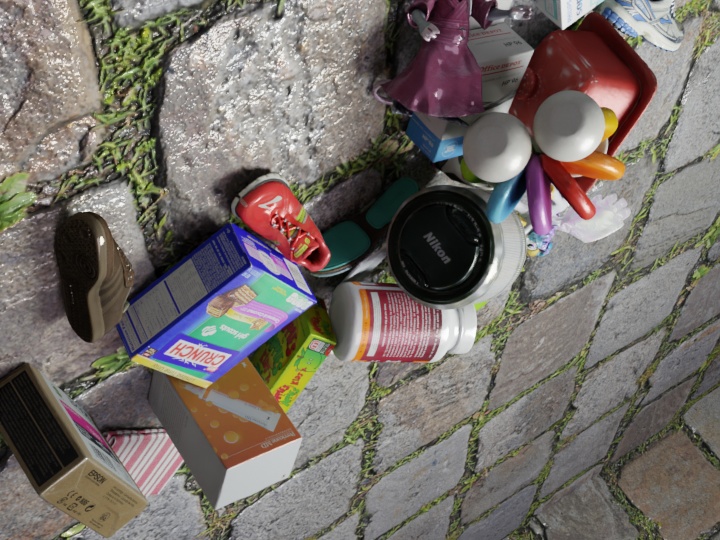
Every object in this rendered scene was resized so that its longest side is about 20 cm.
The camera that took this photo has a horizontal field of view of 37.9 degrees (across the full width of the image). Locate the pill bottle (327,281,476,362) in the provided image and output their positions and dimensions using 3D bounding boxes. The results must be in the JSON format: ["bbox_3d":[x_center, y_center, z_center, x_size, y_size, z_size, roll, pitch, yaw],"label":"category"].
[{"bbox_3d":[0.061,0.076,1.511,0.198,0.114,0.114,3,135,-20],"label":"pill bottle"}]

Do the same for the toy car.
[{"bbox_3d":[0.224,-0.121,1.282,0.198,0.152,0.175,-15,172,15],"label":"toy car"}]

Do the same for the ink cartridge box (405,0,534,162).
[{"bbox_3d":[0.145,-0.246,1.351,0.115,0.068,0.201,-19,144,-34],"label":"ink cartridge box"}]

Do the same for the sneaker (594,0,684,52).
[{"bbox_3d":[0.420,-0.371,1.496,0.199,0.077,0.086,-1,129,-49],"label":"sneaker"}]

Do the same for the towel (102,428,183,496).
[{"bbox_3d":[-0.337,0.286,1.568,0.147,0.030,0.199,-52,151,19],"label":"towel"}]

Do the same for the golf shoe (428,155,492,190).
[{"bbox_3d":[0.182,-0.147,1.513,0.199,0.088,0.078,-6,135,-47],"label":"golf shoe"}]

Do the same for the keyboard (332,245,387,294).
[{"bbox_3d":[0.000,0.000,1.496,0.056,0.011,0.200,-26,174,-17],"label":"keyboard"}]

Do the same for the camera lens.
[{"bbox_3d":[0.134,-0.033,1.422,0.160,0.160,0.200,-49,165,17],"label":"camera lens"}]

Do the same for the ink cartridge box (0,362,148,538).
[{"bbox_3d":[-0.365,0.227,1.309,0.075,0.165,0.200,-37,151,-8],"label":"ink cartridge box"}]

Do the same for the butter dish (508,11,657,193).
[{"bbox_3d":[0.266,-0.236,1.412,0.147,0.200,0.201,9,127,-32],"label":"butter dish"}]

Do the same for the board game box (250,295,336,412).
[{"bbox_3d":[-0.114,0.138,1.536,0.047,0.102,0.201,21,118,-28],"label":"board game box"}]

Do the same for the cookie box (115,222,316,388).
[{"bbox_3d":[-0.184,0.050,1.340,0.199,0.076,0.171,-37,150,12],"label":"cookie box"}]

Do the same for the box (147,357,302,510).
[{"bbox_3d":[-0.190,0.205,1.446,0.124,0.200,0.098,-18,145,-34],"label":"box"}]

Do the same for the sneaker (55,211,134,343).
[{"bbox_3d":[-0.296,-0.005,1.193,0.075,0.070,0.201,-41,161,-39],"label":"sneaker"}]

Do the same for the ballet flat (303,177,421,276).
[{"bbox_3d":[0.009,-0.049,1.467,0.199,0.074,0.074,-35,151,-5],"label":"ballet flat"}]

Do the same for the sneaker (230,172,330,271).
[{"bbox_3d":[-0.089,-0.055,1.323,0.077,0.085,0.200,-43,151,5],"label":"sneaker"}]

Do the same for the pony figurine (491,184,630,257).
[{"bbox_3d":[0.297,-0.106,1.625,0.193,0.167,0.200,-38,151,4],"label":"pony figurine"}]

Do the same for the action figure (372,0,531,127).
[{"bbox_3d":[0.105,-0.278,1.236,0.133,0.149,0.202,2,107,-23],"label":"action figure"}]

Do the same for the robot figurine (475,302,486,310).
[{"bbox_3d":[0.156,-0.011,1.635,0.176,0.115,0.201,-58,163,-30],"label":"robot figurine"}]

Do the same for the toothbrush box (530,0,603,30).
[{"bbox_3d":[0.293,-0.416,1.274,0.199,0.085,0.147,-35,151,-7],"label":"toothbrush box"}]
